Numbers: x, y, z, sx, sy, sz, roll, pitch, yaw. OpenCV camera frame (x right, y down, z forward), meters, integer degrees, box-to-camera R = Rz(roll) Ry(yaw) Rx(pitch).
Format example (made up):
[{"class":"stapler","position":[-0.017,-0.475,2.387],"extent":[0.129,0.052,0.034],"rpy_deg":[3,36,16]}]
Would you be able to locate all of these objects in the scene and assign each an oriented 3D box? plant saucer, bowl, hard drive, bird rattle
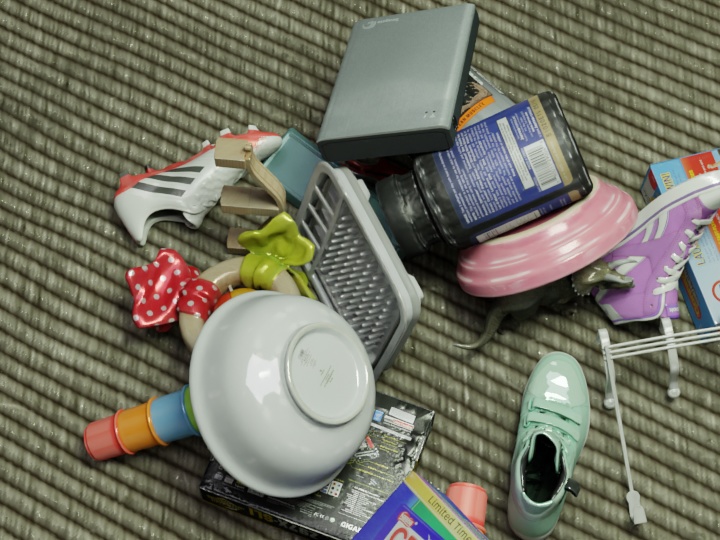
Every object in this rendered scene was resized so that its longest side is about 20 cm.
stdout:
[{"class":"plant saucer","position":[0.186,-0.044,1.352],"extent":[0.200,0.200,0.051],"rpy_deg":[-31,108,-14]},{"class":"bowl","position":[-0.054,0.106,1.227],"extent":[0.200,0.090,0.203],"rpy_deg":[16,64,-35]},{"class":"hard drive","position":[0.042,-0.195,1.340],"extent":[0.138,0.033,0.201],"rpy_deg":[-5,44,20]},{"class":"bird rattle","position":[-0.135,0.030,1.341],"extent":[0.198,0.113,0.164],"rpy_deg":[-17,52,-12]},{"class":"plant saucer","position":[-0.025,-0.080,1.449],"extent":[0.200,0.019,0.070],"rpy_deg":[37,84,16]}]

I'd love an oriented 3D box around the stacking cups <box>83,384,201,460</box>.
[{"class":"stacking cups","position":[-0.183,0.140,1.301],"extent":[0.198,0.061,0.061],"rpy_deg":[-16,64,15]}]

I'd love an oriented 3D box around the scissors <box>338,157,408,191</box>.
[{"class":"scissors","position":[0.059,-0.093,1.469],"extent":[0.199,0.014,0.074],"rpy_deg":[21,64,8]}]

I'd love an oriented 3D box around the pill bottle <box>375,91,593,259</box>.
[{"class":"pill bottle","position":[0.121,-0.089,1.300],"extent":[0.199,0.112,0.113],"rpy_deg":[-23,66,9]}]

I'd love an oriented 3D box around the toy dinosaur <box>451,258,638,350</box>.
[{"class":"toy dinosaur","position":[0.182,0.019,1.365],"extent":[0.198,0.102,0.078],"rpy_deg":[-16,69,-5]}]

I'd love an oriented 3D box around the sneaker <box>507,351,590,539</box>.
[{"class":"sneaker","position":[0.194,0.158,1.296],"extent":[0.073,0.118,0.202],"rpy_deg":[11,64,6]}]

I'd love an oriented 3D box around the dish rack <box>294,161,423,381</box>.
[{"class":"dish rack","position":[0.000,0.000,1.344],"extent":[0.043,0.172,0.201],"rpy_deg":[-17,66,-25]}]

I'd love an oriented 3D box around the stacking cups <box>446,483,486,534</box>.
[{"class":"stacking cups","position":[0.094,0.307,1.255],"extent":[0.060,0.061,0.201],"rpy_deg":[12,63,5]}]

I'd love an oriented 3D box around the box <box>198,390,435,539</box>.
[{"class":"box","position":[-0.043,0.187,1.318],"extent":[0.198,0.049,0.161],"rpy_deg":[18,64,8]}]

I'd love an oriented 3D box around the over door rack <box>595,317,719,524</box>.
[{"class":"over door rack","position":[0.327,0.148,1.326],"extent":[0.146,0.067,0.202],"rpy_deg":[-10,78,6]}]

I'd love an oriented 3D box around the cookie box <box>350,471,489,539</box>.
[{"class":"cookie box","position":[0.044,0.315,1.181],"extent":[0.200,0.075,0.171],"rpy_deg":[-48,44,-1]}]

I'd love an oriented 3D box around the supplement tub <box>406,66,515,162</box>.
[{"class":"supplement tub","position":[0.091,-0.172,1.439],"extent":[0.122,0.123,0.200],"rpy_deg":[-38,65,-17]}]

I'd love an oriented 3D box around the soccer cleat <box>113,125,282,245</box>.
[{"class":"soccer cleat","position":[-0.173,-0.093,1.438],"extent":[0.199,0.069,0.086],"rpy_deg":[-21,78,-5]}]

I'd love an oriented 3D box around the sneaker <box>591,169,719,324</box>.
[{"class":"sneaker","position":[0.328,-0.015,1.360],"extent":[0.072,0.200,0.115],"rpy_deg":[-3,61,-48]}]

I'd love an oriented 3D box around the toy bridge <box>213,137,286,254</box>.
[{"class":"toy bridge","position":[-0.111,-0.073,1.353],"extent":[0.067,0.200,0.027],"rpy_deg":[5,62,1]}]

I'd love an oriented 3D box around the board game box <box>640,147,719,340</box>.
[{"class":"board game box","position":[0.434,-0.041,1.424],"extent":[0.194,0.056,0.201],"rpy_deg":[-13,66,-6]}]
